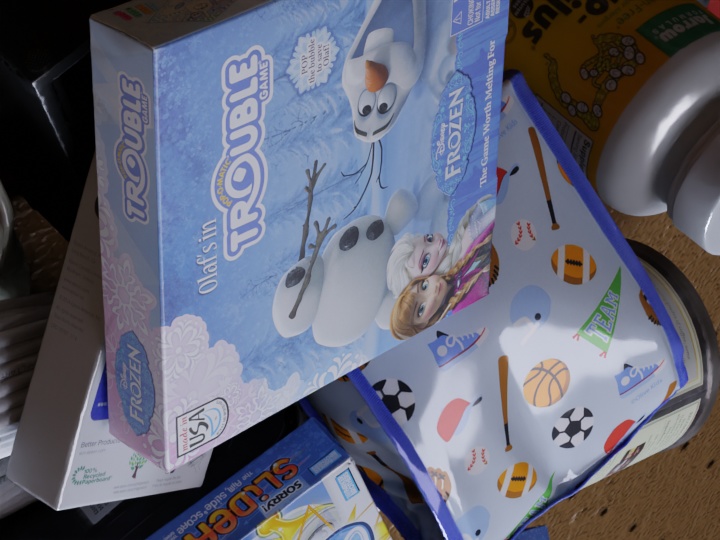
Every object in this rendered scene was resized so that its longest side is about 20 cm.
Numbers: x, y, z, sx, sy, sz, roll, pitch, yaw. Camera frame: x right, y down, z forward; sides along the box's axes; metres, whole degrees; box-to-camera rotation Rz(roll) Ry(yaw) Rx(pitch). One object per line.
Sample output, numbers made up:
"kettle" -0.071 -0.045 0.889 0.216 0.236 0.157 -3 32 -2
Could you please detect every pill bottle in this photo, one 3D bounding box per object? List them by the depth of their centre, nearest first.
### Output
"pill bottle" 0.140 -0.100 1.278 0.113 0.200 0.113 -34 150 -23

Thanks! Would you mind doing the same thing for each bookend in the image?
"bookend" -0.072 -0.114 1.075 0.199 0.092 0.200 -40 153 -14

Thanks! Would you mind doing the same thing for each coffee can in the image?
"coffee can" 0.108 0.073 1.525 0.200 0.146 0.146 -19 142 -42

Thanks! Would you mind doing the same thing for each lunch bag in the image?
"lunch bag" 0.051 0.030 1.212 0.170 0.200 0.124 -40 -167 -17

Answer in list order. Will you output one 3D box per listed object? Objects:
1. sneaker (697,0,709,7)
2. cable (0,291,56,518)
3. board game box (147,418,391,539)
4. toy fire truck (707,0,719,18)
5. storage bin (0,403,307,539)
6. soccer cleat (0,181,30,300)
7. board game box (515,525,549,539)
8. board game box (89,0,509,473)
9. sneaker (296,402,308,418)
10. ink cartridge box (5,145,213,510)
"sneaker" 0.171 -0.153 1.397 0.091 0.076 0.200 -33 152 -38
"cable" -0.192 0.076 1.117 0.200 0.069 0.200 -24 167 -5
"board game box" -0.037 0.177 1.159 0.135 0.034 0.200 -36 136 -11
"toy fire truck" 0.271 -0.187 1.514 0.141 0.049 0.200 -36 150 -21
"storage bin" -0.110 0.136 1.216 0.200 0.135 0.094 -40 129 -7
"soccer cleat" -0.182 -0.011 1.073 0.069 0.078 0.200 -39 152 -15
"board game box" 0.006 0.203 1.547 0.200 0.034 0.135 -16 174 39
"board game box" -0.021 -0.043 1.012 0.199 0.043 0.200 -27 133 -36
"sneaker" -0.091 0.084 1.338 0.200 0.071 0.083 -11 143 -44
"ink cartridge box" -0.083 0.003 1.040 0.099 0.039 0.200 -1 115 -54
